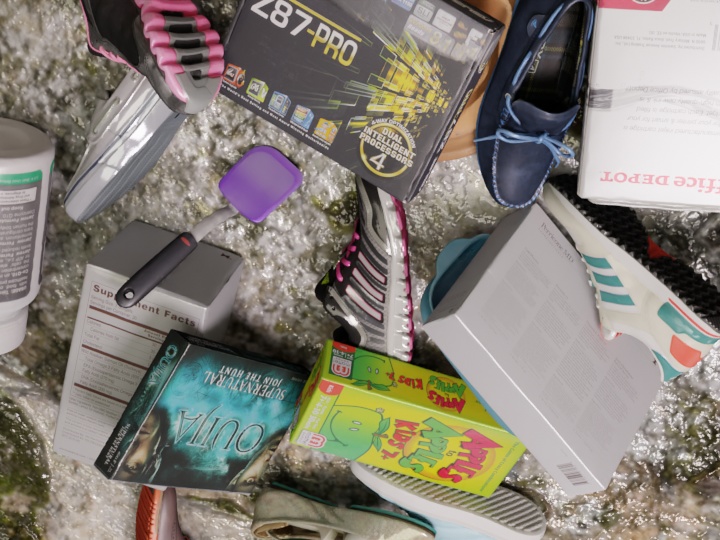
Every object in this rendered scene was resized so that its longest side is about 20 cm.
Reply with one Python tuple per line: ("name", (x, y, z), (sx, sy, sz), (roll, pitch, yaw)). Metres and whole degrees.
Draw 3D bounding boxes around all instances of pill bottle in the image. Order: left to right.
("pill bottle", (-0.344, -0.030, 1.059), (0.113, 0.113, 0.201), (15, 114, 3))

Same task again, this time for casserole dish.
("casserole dish", (0.125, 0.062, 1.021), (0.200, 0.121, 0.039), (51, 144, -8))

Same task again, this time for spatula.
("spatula", (-0.135, -0.036, 1.004), (0.057, 0.200, 0.021), (43, 155, 8))

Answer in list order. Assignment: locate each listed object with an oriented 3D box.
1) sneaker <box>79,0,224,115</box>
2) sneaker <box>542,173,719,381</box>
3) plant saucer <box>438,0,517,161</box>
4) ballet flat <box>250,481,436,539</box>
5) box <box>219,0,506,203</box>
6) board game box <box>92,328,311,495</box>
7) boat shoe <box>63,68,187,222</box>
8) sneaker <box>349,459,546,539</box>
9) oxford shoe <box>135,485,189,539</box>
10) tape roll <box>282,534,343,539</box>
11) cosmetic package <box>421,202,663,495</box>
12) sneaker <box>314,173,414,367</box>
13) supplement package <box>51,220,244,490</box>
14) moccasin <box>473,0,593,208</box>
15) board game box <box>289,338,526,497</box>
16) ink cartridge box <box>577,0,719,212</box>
("sneaker", (-0.184, -0.196, 0.957), (0.095, 0.079, 0.201), (-43, 65, 31))
("sneaker", (0.211, 0.008, 0.972), (0.200, 0.070, 0.094), (46, 127, 21))
("plant saucer", (0.057, -0.186, 0.968), (0.199, 0.032, 0.201), (4, 113, 9))
("ballet flat", (-0.019, 0.257, 1.119), (0.199, 0.063, 0.068), (7, 149, 33))
("box", (-0.006, -0.173, 0.937), (0.199, 0.049, 0.162), (32, 115, 8))
("board game box", (-0.131, 0.133, 1.038), (0.028, 0.200, 0.136), (33, 96, 33))
("boat shoe", (-0.202, -0.132, 1.024), (0.067, 0.074, 0.200), (46, 102, 6))
("sneaker", (0.073, 0.233, 1.118), (0.199, 0.074, 0.082), (26, 121, 1))
("oxford shoe", (-0.192, 0.296, 1.207), (0.072, 0.071, 0.201), (-5, 111, -19))
("tape roll", (-0.019, 0.355, 1.200), (0.199, 0.048, 0.201), (3, 112, 8))
("cosmetic package", (0.163, 0.066, 0.990), (0.200, 0.151, 0.052), (49, 146, -11))
("sneaker", (0.000, 0.000, 1.032), (0.087, 0.074, 0.201), (-3, 117, 4))
("supplement package", (-0.196, 0.077, 1.076), (0.117, 0.117, 0.201), (19, 114, 4))
("moccasin", (0.136, -0.136, 0.925), (0.080, 0.068, 0.201), (-5, 121, -14))
("board game box", (0.046, 0.137, 1.061), (0.199, 0.048, 0.102), (17, 133, -10))
("ink cartridge box", (0.252, -0.156, 0.918), (0.144, 0.083, 0.201), (5, 114, 8))
